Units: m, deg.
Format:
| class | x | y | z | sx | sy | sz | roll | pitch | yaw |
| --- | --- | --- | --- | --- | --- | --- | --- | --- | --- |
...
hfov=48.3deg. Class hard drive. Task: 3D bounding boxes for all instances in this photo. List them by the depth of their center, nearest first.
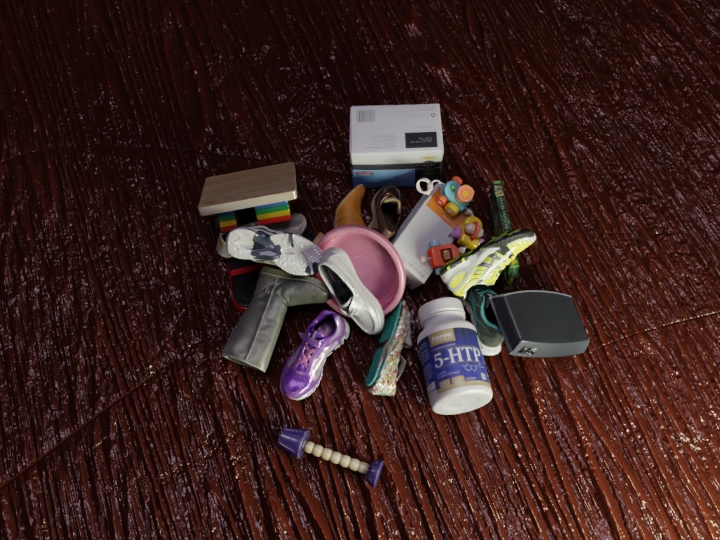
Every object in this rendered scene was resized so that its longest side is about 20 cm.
| class | x | y | z | sx | sy | sz | roll | pitch | yaw |
| --- | --- | --- | --- | --- | --- | --- | --- | --- | --- |
| hard drive | 0.350 | 0.099 | 1.548 | 0.198 | 0.042 | 0.136 | 3 | 57 | -33 |

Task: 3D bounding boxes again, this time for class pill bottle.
| class | x | y | z | sx | sy | sz | roll | pitch | yaw |
| --- | --- | --- | --- | --- | --- | --- | --- | --- | --- |
| pill bottle | 0.172 | 0.161 | 1.534 | 0.119 | 0.120 | 0.202 | -10 | 62 | -2 |

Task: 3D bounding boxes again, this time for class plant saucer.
| class | x | y | z | sx | sy | sz | roll | pitch | yaw |
| --- | --- | --- | --- | --- | --- | --- | --- | --- | --- |
| plant saucer | 0.000 | 0.000 | 1.602 | 0.199 | 0.202 | 0.051 | 23 | 30 | 14 |

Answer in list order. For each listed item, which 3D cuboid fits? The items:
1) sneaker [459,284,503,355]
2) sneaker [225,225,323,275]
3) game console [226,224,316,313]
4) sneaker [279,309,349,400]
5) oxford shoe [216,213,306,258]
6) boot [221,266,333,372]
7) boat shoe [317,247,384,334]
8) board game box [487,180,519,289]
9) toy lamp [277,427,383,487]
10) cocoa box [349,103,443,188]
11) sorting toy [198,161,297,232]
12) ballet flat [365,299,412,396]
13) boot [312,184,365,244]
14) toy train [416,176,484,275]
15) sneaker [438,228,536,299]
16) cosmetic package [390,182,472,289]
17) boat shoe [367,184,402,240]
| class | x | y | z | sx | sy | sz | roll | pitch | yaw |
| --- | --- | --- | --- | --- | --- | --- | --- | --- | --- |
| sneaker | 0.248 | 0.062 | 1.592 | 0.077 | 0.091 | 0.201 | -7 | 62 | -19 |
| sneaker | -0.168 | -0.046 | 1.608 | 0.197 | 0.130 | 0.080 | 6 | 101 | -7 |
| game console | -0.179 | -0.003 | 1.692 | 0.198 | 0.031 | 0.178 | -13 | 58 | -4 |
| sneaker | -0.095 | 0.156 | 1.568 | 0.080 | 0.089 | 0.201 | 27 | 68 | 15 |
| oxford shoe | -0.208 | -0.078 | 1.690 | 0.198 | 0.058 | 0.076 | -16 | 57 | -7 |
| boot | -0.162 | 0.103 | 1.579 | 0.180 | 0.073 | 0.201 | 10 | 62 | 22 |
| boat shoe | -0.020 | 0.051 | 1.557 | 0.071 | 0.201 | 0.069 | -11 | 26 | 32 |
| board game box | 0.293 | -0.073 | 1.657 | 0.023 | 0.105 | 0.202 | -7 | 62 | 2 |
| toy lamp | -0.057 | 0.341 | 1.488 | 0.198 | 0.058 | 0.059 | 19 | 65 | 9 |
| cocoa box | 0.077 | -0.270 | 1.755 | 0.198 | 0.132 | 0.134 | -2 | 62 | 2 |
| sorting toy | -0.230 | -0.152 | 1.702 | 0.198 | 0.070 | 0.199 | -11 | 25 | -1 |
| ballet flat | 0.065 | 0.157 | 1.580 | 0.064 | 0.076 | 0.201 | 28 | 68 | -17 |
| boot | 0.001 | -0.076 | 1.704 | 0.143 | 0.071 | 0.202 | 32 | 65 | 8 |
| toy train | 0.184 | -0.098 | 1.619 | 0.149 | 0.056 | 0.202 | -6 | 83 | -23 |
| sneaker | 0.253 | -0.016 | 1.561 | 0.199 | 0.075 | 0.077 | -28 | 96 | 7 |
| cosmetic package | 0.134 | -0.072 | 1.665 | 0.101 | 0.071 | 0.201 | 39 | 69 | -8 |
| boat shoe | 0.062 | -0.124 | 1.681 | 0.072 | 0.072 | 0.201 | 36 | 39 | -12 |
